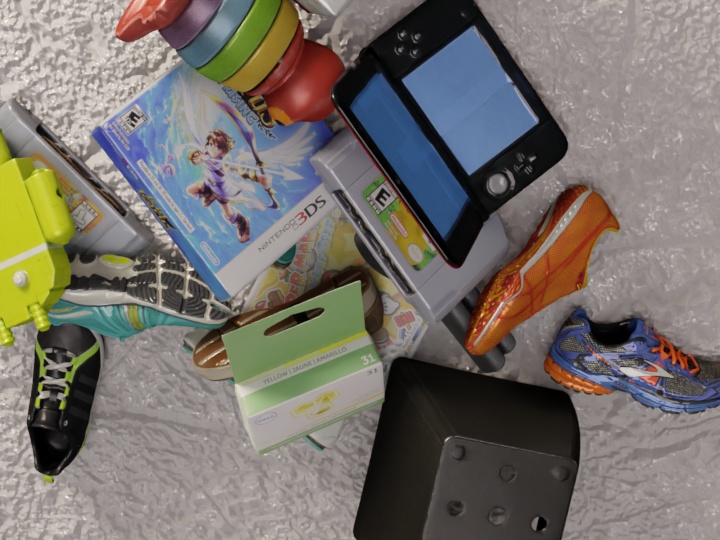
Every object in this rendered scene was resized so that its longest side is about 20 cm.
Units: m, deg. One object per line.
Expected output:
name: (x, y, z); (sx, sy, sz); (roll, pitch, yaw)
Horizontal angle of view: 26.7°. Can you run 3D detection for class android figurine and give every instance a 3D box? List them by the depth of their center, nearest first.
android figurine: (-0.355, -0.028, 1.474); (0.181, 0.041, 0.202); (-20, 86, 22)

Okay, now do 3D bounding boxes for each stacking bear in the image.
stacking bear: (-0.099, -0.204, 1.361); (0.199, 0.121, 0.114); (35, 74, -23)

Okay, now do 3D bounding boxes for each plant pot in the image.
plant pot: (0.116, 0.217, 1.507); (0.198, 0.177, 0.202); (12, 96, -8)

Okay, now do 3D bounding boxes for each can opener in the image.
can opener: (0.078, 0.019, 1.512); (0.200, 0.053, 0.066); (48, 143, -16)

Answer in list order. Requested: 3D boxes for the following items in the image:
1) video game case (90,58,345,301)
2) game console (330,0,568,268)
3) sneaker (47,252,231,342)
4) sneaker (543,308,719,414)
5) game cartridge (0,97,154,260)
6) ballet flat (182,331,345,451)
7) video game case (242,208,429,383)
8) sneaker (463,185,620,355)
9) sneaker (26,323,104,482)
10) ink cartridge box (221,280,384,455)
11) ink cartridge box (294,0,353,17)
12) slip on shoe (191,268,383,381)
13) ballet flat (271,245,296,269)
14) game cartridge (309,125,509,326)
video game case: (-0.120, -0.106, 1.421); (0.181, 0.045, 0.201); (-42, 101, -22)
game console: (0.087, -0.135, 1.387); (0.172, 0.119, 0.201); (-37, 103, -1)
sneaker: (-0.226, 0.031, 1.528); (0.198, 0.078, 0.080); (7, 132, 2)
sneaker: (0.288, 0.091, 1.533); (0.198, 0.075, 0.079); (10, 112, -1)
game cartridge: (-0.323, -0.061, 1.536); (0.133, 0.042, 0.200); (-41, 106, 16)
ballet flat: (-0.093, 0.109, 1.585); (0.199, 0.070, 0.069); (38, 113, -16)
video game case: (0.000, 0.000, 1.542); (0.181, 0.023, 0.201); (25, 115, -7)
sneaker: (0.178, 0.010, 1.473); (0.077, 0.073, 0.200); (43, 87, -13)
sneaker: (-0.312, 0.134, 1.595); (0.071, 0.083, 0.202); (7, 118, 2)
ink cartridge box: (-0.051, 0.098, 1.471); (0.144, 0.048, 0.200); (-22, 154, -9)
ink cartridge box: (-0.036, -0.315, 1.281); (0.145, 0.200, 0.145); (43, 92, -14)
slip on shoe: (-0.070, 0.067, 1.521); (0.199, 0.076, 0.061); (-27, 130, -3)
ballet flat: (-0.130, -0.090, 1.494); (0.075, 0.068, 0.202); (-14, 107, 38)
game cartridge: (0.054, -0.065, 1.454); (0.201, 0.133, 0.040); (53, 151, -12)
